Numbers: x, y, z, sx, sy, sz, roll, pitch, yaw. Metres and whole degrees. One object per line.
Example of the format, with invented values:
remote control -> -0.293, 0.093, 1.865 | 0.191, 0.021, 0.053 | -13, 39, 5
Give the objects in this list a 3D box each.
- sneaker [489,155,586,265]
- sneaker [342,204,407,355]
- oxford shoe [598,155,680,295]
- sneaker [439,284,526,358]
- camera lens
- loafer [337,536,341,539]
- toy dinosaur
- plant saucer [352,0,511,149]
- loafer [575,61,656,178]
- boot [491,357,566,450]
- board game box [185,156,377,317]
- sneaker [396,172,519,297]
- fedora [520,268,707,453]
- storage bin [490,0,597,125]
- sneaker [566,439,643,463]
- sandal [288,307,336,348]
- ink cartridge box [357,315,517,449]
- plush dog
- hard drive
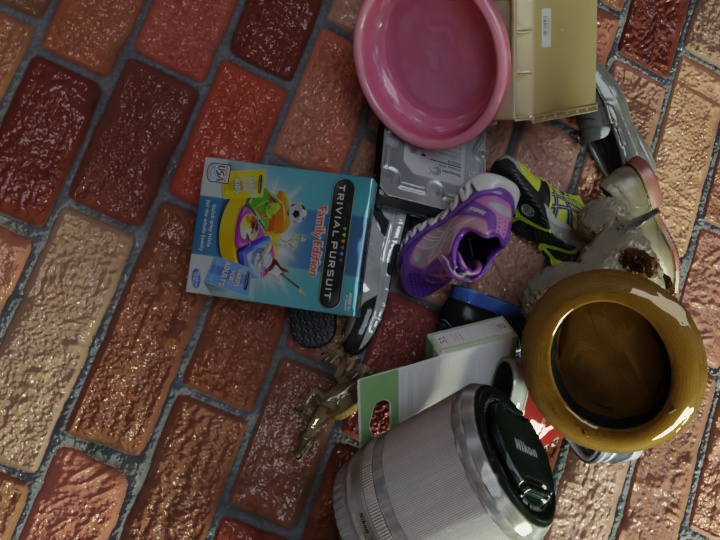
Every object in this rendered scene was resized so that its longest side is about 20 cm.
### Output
sneaker -> 0.242, -0.075, 1.029 | 0.200, 0.075, 0.077 | 46, 63, -14
sneaker -> 0.000, 0.000, 0.954 | 0.078, 0.074, 0.205 | 15, 71, -8
oxford shoe -> 0.360, -0.043, 1.042 | 0.073, 0.070, 0.204 | -26, 107, -4
sneaker -> 0.188, 0.083, 0.994 | 0.196, 0.070, 0.080 | 19, 91, -11
camera lens -> 0.089, 0.224, 0.823 | 0.198, 0.160, 0.162 | -33, 92, 25
loafer -> 0.002, 0.332, 0.899 | 0.195, 0.075, 0.072 | -5, 99, -15
toy dinosaur -> -0.009, 0.134, 0.923 | 0.198, 0.102, 0.058 | -33, 51, -10
plant saucer -> 0.082, -0.239, 0.886 | 0.051, 0.199, 0.203 | -34, 91, -44
loafer -> 0.320, -0.192, 1.058 | 0.069, 0.070, 0.203 | -33, 92, -24
boot -> 0.208, 0.202, 0.930 | 0.141, 0.073, 0.204 | 8, 113, -16
board game box -> -0.088, -0.037, 0.900 | 0.194, 0.047, 0.155 | 7, 87, 8
sneaker -> 0.107, -0.020, 0.915 | 0.079, 0.200, 0.090 | 20, 48, -24
fedora -> 0.263, 0.087, 0.838 | 0.195, 0.082, 0.206 | 6, 110, 17
storage bin -> 0.203, -0.283, 0.951 | 0.196, 0.092, 0.206 | -18, 111, -46
sneaker -> 0.299, 0.141, 0.997 | 0.106, 0.070, 0.206 | -2, 86, -33
sandal -> -0.062, -0.012, 0.949 | 0.073, 0.045, 0.206 | -3, 94, 7
ink cartridge box -> 0.083, 0.144, 0.924 | 0.195, 0.048, 0.149 | -11, 124, -14
plush dog -> 0.312, 0.035, 0.933 | 0.201, 0.159, 0.172 | -50, 119, -17
hard drive -> 0.088, -0.157, 0.980 | 0.136, 0.038, 0.205 | 13, 63, -12
